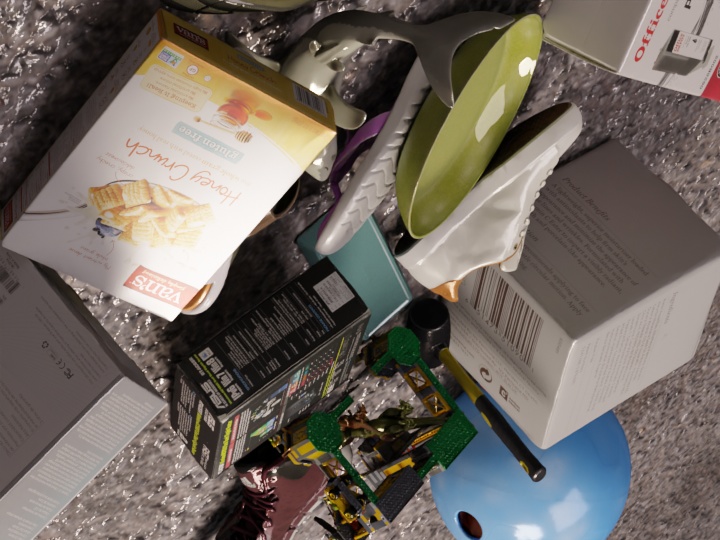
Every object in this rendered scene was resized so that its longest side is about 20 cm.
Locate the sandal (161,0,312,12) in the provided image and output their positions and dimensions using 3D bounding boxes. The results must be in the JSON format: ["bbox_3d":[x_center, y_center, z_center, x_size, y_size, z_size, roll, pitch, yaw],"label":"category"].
[{"bbox_3d":[-0.054,-0.203,1.419,0.200,0.079,0.058,-15,102,-41],"label":"sandal"}]

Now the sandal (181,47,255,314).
[{"bbox_3d":[-0.123,-0.063,1.518,0.059,0.079,0.208,-13,131,-43],"label":"sandal"}]

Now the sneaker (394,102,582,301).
[{"bbox_3d":[0.126,-0.056,1.826,0.200,0.085,0.073,-43,-166,13],"label":"sneaker"}]

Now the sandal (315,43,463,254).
[{"bbox_3d":[0.014,-0.106,1.670,0.204,0.050,0.082,-58,167,2],"label":"sandal"}]

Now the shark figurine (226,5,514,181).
[{"bbox_3d":[-0.002,-0.157,1.481,0.214,0.128,0.090,-29,-163,51],"label":"shark figurine"}]

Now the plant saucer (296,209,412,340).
[{"bbox_3d":[0.000,0.000,1.823,0.070,0.019,0.200,-41,153,-7],"label":"plant saucer"}]

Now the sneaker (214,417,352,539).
[{"bbox_3d":[-0.100,0.210,1.931,0.201,0.075,0.115,-55,147,-2],"label":"sneaker"}]

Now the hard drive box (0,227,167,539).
[{"bbox_3d":[-0.258,0.099,1.464,0.200,0.156,0.077,-44,154,1],"label":"hard drive box"}]

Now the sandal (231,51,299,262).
[{"bbox_3d":[-0.074,-0.072,1.582,0.079,0.057,0.202,0,129,-53],"label":"sandal"}]

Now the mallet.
[{"bbox_3d":[0.102,0.116,1.926,0.041,0.201,0.066,-26,155,-18],"label":"mallet"}]

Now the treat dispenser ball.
[{"bbox_3d":[0.167,0.196,2.116,0.200,0.201,0.202,-32,150,-21],"label":"treat dispenser ball"}]

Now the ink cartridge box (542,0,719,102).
[{"bbox_3d":[0.252,-0.227,1.752,0.199,0.083,0.148,3,114,-55],"label":"ink cartridge box"}]

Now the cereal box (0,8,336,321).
[{"bbox_3d":[-0.130,-0.065,1.434,0.143,0.040,0.200,25,122,-29],"label":"cereal box"}]

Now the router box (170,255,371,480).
[{"bbox_3d":[-0.076,0.082,1.729,0.149,0.062,0.200,-36,169,-16],"label":"router box"}]

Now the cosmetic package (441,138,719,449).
[{"bbox_3d":[0.200,0.020,1.959,0.199,0.165,0.166,-27,148,-27],"label":"cosmetic package"}]

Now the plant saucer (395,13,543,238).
[{"bbox_3d":[0.081,-0.120,1.703,0.201,0.031,0.200,-54,164,-23],"label":"plant saucer"}]

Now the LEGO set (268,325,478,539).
[{"bbox_3d":[-0.001,0.156,1.903,0.116,0.154,0.200,-32,-163,48],"label":"LEGO set"}]
